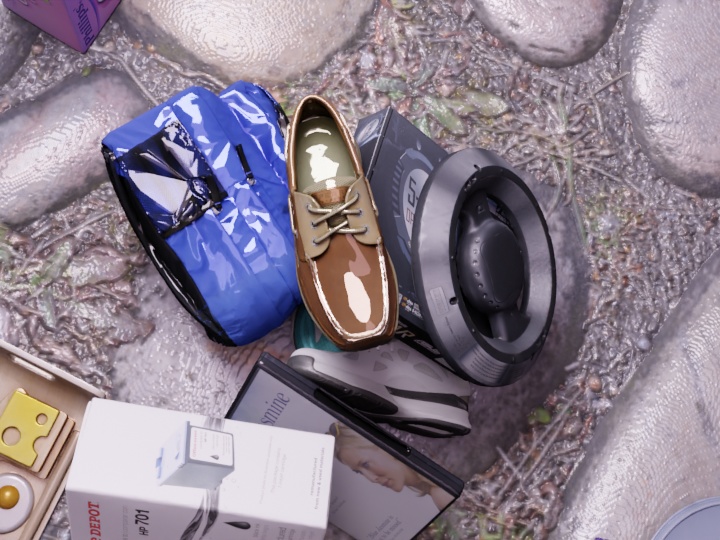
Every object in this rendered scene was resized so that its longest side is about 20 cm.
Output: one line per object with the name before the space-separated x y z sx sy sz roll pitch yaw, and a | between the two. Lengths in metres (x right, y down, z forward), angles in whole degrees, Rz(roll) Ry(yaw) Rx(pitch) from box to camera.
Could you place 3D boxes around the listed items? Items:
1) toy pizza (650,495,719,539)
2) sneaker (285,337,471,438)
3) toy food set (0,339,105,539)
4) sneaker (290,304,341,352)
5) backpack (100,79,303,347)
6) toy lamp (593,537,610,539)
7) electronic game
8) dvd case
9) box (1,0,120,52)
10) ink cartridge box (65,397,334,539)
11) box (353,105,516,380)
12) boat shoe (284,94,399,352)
toy pizza | 0.346 0.315 0.862 0.197 0.032 0.204 1 80 -8
sneaker | 0.020 0.074 0.825 0.199 0.075 0.117 21 64 -33
toy food set | -0.324 0.164 0.779 0.142 0.060 0.202 26 77 -2
sneaker | 0.000 0.000 0.848 0.077 0.080 0.202 31 77 -1
backpack | -0.108 -0.046 0.791 0.166 0.163 0.202 -30 87 -1
toy lamp | 0.210 0.345 0.825 0.057 0.058 0.203 16 79 -5
electronic game | 0.109 -0.003 0.779 0.198 0.041 0.203 11 75 -47
dvd case | -0.025 0.164 0.787 0.199 0.143 0.018 33 45 0
box | -0.248 -0.334 0.826 0.096 0.176 0.202 31 76 -1
ink cartridge box | -0.129 0.190 0.749 0.197 0.147 0.087 8 48 -6
box | 0.060 -0.018 0.798 0.199 0.043 0.162 34 62 -31
boat shoe | -0.022 -0.040 0.679 0.075 0.074 0.202 -16 64 -1
